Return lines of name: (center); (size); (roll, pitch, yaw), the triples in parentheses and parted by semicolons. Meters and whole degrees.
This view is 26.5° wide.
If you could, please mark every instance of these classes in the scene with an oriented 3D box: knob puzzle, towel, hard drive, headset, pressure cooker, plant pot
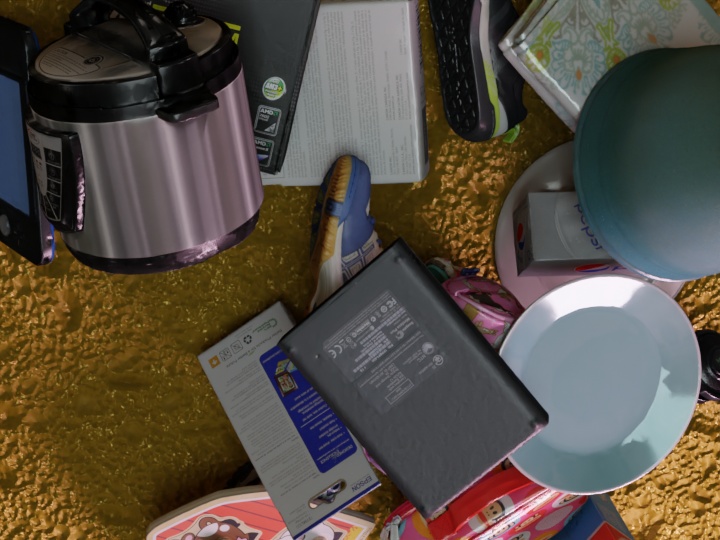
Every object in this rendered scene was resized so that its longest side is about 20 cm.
knob puzzle: (-0.109, 0.274, 1.433); (0.216, 0.031, 0.222); (-5, 131, -6)
towel: (0.233, -0.188, 1.334); (0.200, 0.048, 0.172); (44, 74, -15)
hard drive: (0.045, 0.093, 1.290); (0.139, 0.033, 0.201); (-39, 94, 14)
headset: (0.304, 0.079, 1.434); (0.198, 0.123, 0.095); (-28, 90, -13)
pressure cooker: (-0.172, -0.120, 1.206); (0.173, 0.179, 0.202); (0, 118, 14)
plant pot: (0.302, -0.094, 1.234); (0.197, 0.188, 0.203); (1, 88, -22)

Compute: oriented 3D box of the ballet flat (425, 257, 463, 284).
ballet flat: (0.108, 0.072, 1.431); (0.064, 0.075, 0.202); (-28, 112, -31)

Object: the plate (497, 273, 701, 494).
plate: (0.203, 0.098, 1.335); (0.197, 0.026, 0.203); (-3, 105, -13)

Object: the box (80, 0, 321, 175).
box: (-0.140, -0.199, 1.293); (0.197, 0.048, 0.195); (15, 113, -3)

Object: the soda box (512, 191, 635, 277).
soda box: (0.240, -0.034, 1.371); (0.197, 0.068, 0.064); (-1, 77, -7)

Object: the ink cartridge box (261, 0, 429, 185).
ink cartridge box: (-0.043, -0.159, 1.349); (0.197, 0.057, 0.165); (0, 110, 14)

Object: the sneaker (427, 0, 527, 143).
sneaker: (0.112, -0.211, 1.344); (0.082, 0.071, 0.203); (-15, 111, -34)

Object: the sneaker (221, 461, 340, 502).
sneaker: (-0.048, 0.186, 1.445); (0.085, 0.077, 0.200); (37, 109, -24)

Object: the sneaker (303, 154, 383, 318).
sneaker: (0.000, 0.000, 1.344); (0.087, 0.075, 0.203); (4, 103, -11)

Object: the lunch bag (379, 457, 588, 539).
lunch bag: (0.119, 0.222, 1.417); (0.199, 0.176, 0.082); (-31, 69, 0)

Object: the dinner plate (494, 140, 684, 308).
dinner plate: (0.224, -0.026, 1.430); (0.197, 0.024, 0.203); (-3, 109, -7)

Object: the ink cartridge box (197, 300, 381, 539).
ink cartridge box: (-0.063, 0.135, 1.374); (0.094, 0.201, 0.037); (-33, 154, 4)

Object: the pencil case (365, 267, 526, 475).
pencil case: (0.073, 0.099, 1.361); (0.086, 0.082, 0.202); (37, 116, 23)

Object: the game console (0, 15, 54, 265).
game console: (-0.345, -0.109, 1.282); (0.117, 0.170, 0.203); (-13, 112, -31)

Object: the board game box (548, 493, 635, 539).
board game box: (0.189, 0.320, 1.472); (0.040, 0.153, 0.201); (30, 101, -16)
